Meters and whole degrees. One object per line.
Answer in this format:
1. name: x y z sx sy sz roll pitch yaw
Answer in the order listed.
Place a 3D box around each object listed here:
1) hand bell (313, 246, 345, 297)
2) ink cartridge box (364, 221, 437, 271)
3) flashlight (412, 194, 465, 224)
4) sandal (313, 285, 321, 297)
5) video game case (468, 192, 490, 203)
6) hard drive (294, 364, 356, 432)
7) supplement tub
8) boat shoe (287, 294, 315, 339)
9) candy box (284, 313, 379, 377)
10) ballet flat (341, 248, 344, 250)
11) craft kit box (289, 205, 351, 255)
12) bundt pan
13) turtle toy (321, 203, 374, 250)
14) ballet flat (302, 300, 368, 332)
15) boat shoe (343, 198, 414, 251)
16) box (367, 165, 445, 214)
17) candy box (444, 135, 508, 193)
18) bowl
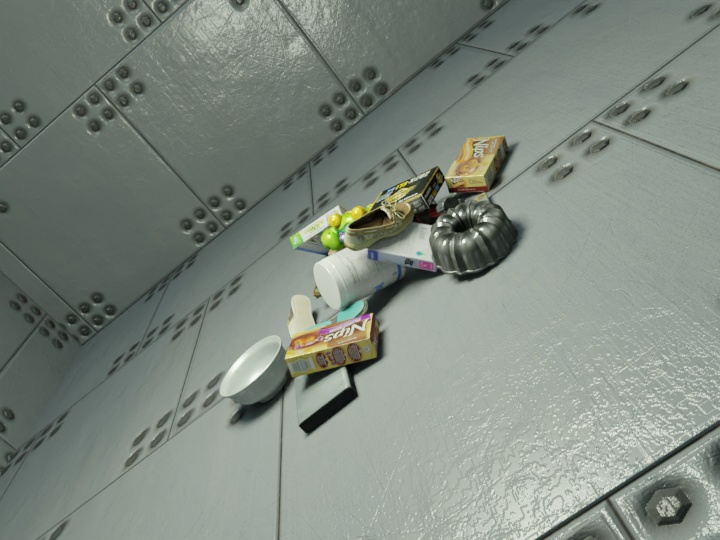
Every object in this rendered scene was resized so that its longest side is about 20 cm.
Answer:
1. hand bell: -0.088 -0.007 1.992 0.104 0.104 0.201 -4 54 59
2. ink cartridge box: 0.096 -0.067 1.586 0.199 0.042 0.120 12 49 8
3. flashlight: 0.195 -0.155 1.732 0.068 0.068 0.200 -65 12 -9
4. sandal: -0.035 0.026 1.850 0.199 0.054 0.080 -30 23 -13
5. video game case: 0.244 -0.100 1.647 0.200 0.023 0.182 -36 21 16
6. hard drive: -0.081 0.256 1.470 0.139 0.033 0.200 -39 20 6
7. supplement tub: 0.000 0.000 1.636 0.199 0.132 0.132 -26 14 -23
8. boat shoe: -0.164 0.148 1.803 0.200 0.071 0.060 -101 21 -53
9. candy box: -0.060 0.168 1.490 0.199 0.057 0.117 -16 21 13
10. ballet flat: -0.020 -0.050 1.951 0.200 0.069 0.069 -45 21 -13
11. craft kit box: -0.088 -0.120 2.082 0.197 0.049 0.200 -29 -18 23
12. bundt pan: 0.238 -0.084 1.472 0.201 0.076 0.202 -21 34 15
13. turtle toy: -0.027 -0.121 1.894 0.199 0.102 0.146 -15 3 26
14. ballet flat: -0.049 0.139 1.595 0.199 0.075 0.068 -30 34 20
15. boat shoe: 0.048 -0.114 1.560 0.200 0.063 0.073 -33 56 -27
16. box: 0.117 -0.190 1.778 0.199 0.049 0.160 -21 22 37
17. candy box: 0.319 -0.291 1.815 0.115 0.055 0.200 2 41 32
18. bowl: -0.248 0.265 1.666 0.201 0.090 0.201 -35 21 16
